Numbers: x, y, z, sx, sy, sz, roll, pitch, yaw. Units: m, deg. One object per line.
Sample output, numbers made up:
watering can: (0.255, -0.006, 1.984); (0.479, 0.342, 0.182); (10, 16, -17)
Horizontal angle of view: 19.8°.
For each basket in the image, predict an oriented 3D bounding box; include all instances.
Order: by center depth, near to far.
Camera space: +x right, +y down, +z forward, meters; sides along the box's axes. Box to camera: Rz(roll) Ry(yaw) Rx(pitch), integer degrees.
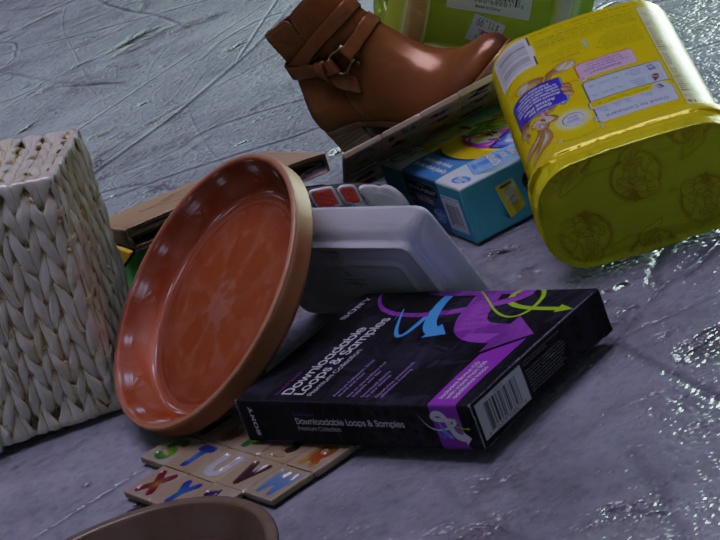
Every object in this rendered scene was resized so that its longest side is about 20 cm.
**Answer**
basket: (-0.241, 0.009, 1.480); (0.122, 0.201, 0.136); (-14, 19, 7)

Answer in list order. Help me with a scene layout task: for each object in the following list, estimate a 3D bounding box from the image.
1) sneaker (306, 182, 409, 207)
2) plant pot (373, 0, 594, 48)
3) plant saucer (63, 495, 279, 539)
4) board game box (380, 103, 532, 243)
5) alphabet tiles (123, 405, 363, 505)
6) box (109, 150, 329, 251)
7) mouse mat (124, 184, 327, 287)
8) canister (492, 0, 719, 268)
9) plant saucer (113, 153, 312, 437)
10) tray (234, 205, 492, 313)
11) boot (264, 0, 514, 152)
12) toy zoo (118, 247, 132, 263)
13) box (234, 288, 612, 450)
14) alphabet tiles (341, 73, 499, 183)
sneaker: (-0.059, -0.029, 1.555); (0.198, 0.078, 0.082); (-15, 21, 3)
plant pot: (0.116, -0.270, 1.783); (0.198, 0.200, 0.182); (11, 29, -1)
plant saucer: (-0.134, 0.188, 1.132); (0.199, 0.030, 0.200); (-19, 20, 7)
board game box: (0.134, -0.096, 1.593); (0.199, 0.047, 0.151); (-27, 20, -16)
alphabet tiles: (-0.049, 0.100, 1.316); (0.199, 0.006, 0.166); (-31, 21, -28)
box: (-0.120, -0.057, 1.624); (0.163, 0.021, 0.200); (-23, 8, -12)
mouse mat: (-0.119, -0.011, 1.638); (0.160, 0.008, 0.200); (-6, 29, 21)
canister: (0.176, -0.101, 1.433); (0.147, 0.087, 0.200); (-18, 33, 3)
plant saucer: (-0.096, 0.018, 1.385); (0.200, 0.032, 0.201); (-36, 39, 36)
tray: (0.000, 0.000, 1.399); (0.199, 0.108, 0.022); (1, 48, 48)
boot: (0.020, -0.182, 1.699); (0.200, 0.155, 0.074); (-33, 7, 35)
toy zoo: (-0.136, -0.034, 1.753); (0.131, 0.021, 0.200); (-28, 20, -20)
box: (0.037, 0.059, 1.275); (0.199, 0.036, 0.143); (-4, 25, 44)
alphabet tiles: (0.074, -0.121, 1.634); (0.199, 0.008, 0.167); (-29, -7, -4)
